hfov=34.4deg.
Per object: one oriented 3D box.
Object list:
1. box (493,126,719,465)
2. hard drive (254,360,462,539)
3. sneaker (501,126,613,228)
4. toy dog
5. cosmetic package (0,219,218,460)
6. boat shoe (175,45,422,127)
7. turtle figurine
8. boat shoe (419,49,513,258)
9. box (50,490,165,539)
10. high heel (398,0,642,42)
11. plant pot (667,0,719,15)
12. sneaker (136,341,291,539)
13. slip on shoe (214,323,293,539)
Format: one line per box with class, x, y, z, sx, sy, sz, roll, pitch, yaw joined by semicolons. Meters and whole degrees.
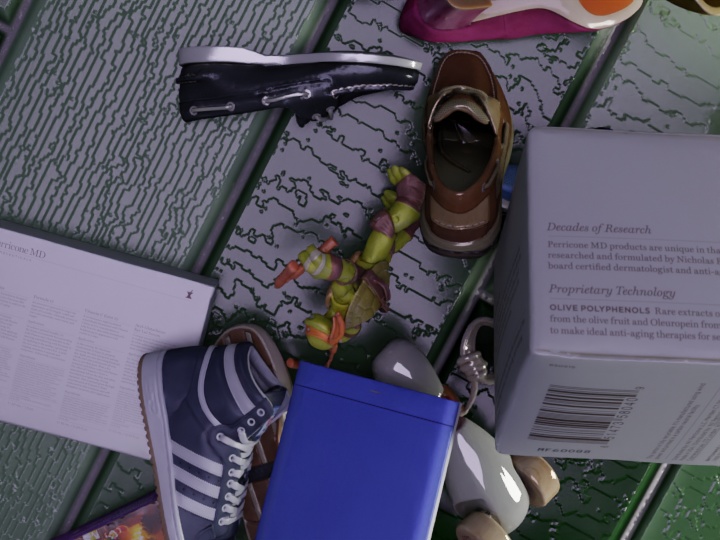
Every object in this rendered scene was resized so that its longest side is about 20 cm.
box;0.201;0.025;0.833;0.196;0.200;0.174;2;63;0
hard drive;-0.009;0.183;0.884;0.130;0.025;0.203;13;84;15
sneaker;0.169;-0.073;0.952;0.196;0.079;0.091;8;86;-10
toy dog;0.076;0.146;0.960;0.130;0.096;0.203;-18;87;-28
cosmetic package;-0.230;0.057;0.950;0.197;0.052;0.153;16;97;-5
boat shoe;-0.049;-0.145;0.929;0.196;0.076;0.061;2;96;9
turtle figurine;0.000;0.000;0.903;0.064;0.201;0.162;26;70;19
boat shoe;0.082;-0.103;0.882;0.074;0.202;0.074;-1;140;4
box;-0.167;0.295;0.987;0.135;0.039;0.202;-25;97;1
high heel;0.130;-0.219;0.949;0.197;0.096;0.069;-2;86;-23
plant pot;0.243;-0.322;0.868;0.200;0.176;0.200;-44;96;3
sneaker;-0.100;0.153;0.897;0.107;0.070;0.204;-13;90;10
slip on shoe;-0.075;0.141;0.964;0.075;0.061;0.203;-15;94;17
